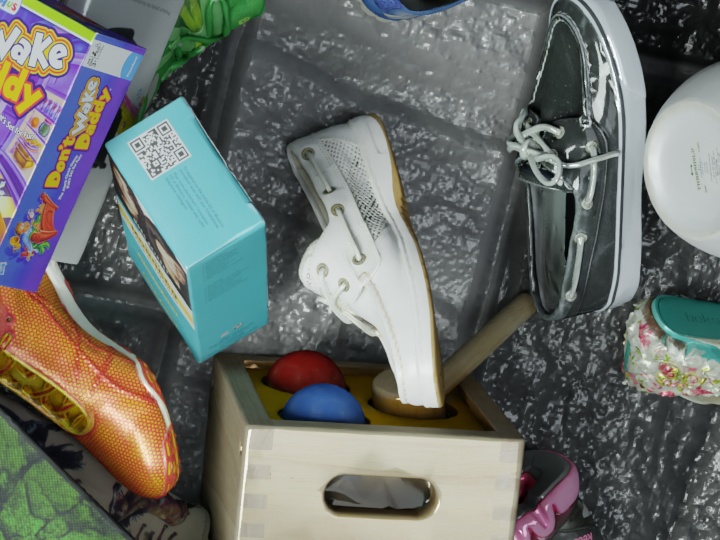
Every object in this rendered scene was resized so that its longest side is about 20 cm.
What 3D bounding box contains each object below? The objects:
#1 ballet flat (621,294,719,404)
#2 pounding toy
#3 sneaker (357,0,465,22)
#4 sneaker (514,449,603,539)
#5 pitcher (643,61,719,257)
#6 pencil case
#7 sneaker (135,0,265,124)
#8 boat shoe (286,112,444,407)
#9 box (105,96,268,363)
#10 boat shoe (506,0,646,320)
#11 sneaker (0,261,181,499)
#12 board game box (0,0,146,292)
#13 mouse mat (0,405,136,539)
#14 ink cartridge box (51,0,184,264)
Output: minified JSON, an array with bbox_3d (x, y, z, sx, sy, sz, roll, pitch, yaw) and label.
[{"bbox_3d":[0.249,0.059,1.653,0.199,0.076,0.064,13,129,-17],"label":"ballet flat"},{"bbox_3d":[0.018,0.097,1.525,0.199,0.184,0.143,3,102,-11],"label":"pounding toy"},{"bbox_3d":[0.089,-0.205,1.515,0.200,0.089,0.079,-40,113,-7],"label":"sneaker"},{"bbox_3d":[0.069,0.203,1.618,0.200,0.079,0.096,-39,123,-6],"label":"sneaker"},{"bbox_3d":[0.258,-0.097,1.576,0.199,0.121,0.173,-12,91,-40],"label":"pitcher"},{"bbox_3d":[-0.188,0.126,1.500,0.199,0.089,0.078,31,47,-20],"label":"pencil case"},{"bbox_3d":[-0.097,-0.146,1.473,0.083,0.074,0.201,26,93,-18],"label":"sneaker"},{"bbox_3d":[0.000,0.000,1.494,0.069,0.201,0.071,-12,140,-5],"label":"boat shoe"},{"bbox_3d":[-0.091,-0.017,1.432,0.049,0.200,0.082,-32,77,-10],"label":"box"},{"bbox_3d":[0.121,-0.068,1.567,0.068,0.074,0.200,-15,117,-30],"label":"boat shoe"},{"bbox_3d":[-0.175,0.051,1.463,0.200,0.073,0.077,50,49,6],"label":"sneaker"},{"bbox_3d":[-0.218,-0.094,1.344,0.045,0.199,0.135,14,103,-60],"label":"board game box"},{"bbox_3d":[-0.212,0.152,1.349,0.200,0.008,0.161,46,74,-18],"label":"mouse mat"},{"bbox_3d":[-0.187,-0.123,1.404,0.083,0.145,0.201,13,101,-60],"label":"ink cartridge box"}]
